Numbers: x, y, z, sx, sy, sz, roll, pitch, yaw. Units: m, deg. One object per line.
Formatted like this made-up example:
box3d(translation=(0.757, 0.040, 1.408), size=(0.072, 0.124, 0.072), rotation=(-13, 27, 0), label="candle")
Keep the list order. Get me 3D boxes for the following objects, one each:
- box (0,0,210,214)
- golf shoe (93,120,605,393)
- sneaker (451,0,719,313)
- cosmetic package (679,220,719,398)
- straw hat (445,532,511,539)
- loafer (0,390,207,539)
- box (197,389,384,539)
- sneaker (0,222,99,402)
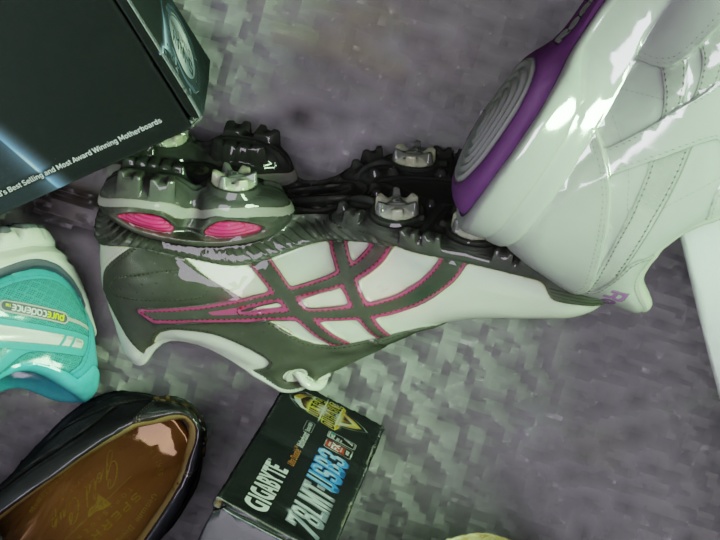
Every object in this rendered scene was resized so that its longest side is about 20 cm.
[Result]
box3d(translation=(-0.177, -0.086, 0.967), size=(0.199, 0.044, 0.161), rotation=(-22, 121, 16), label="box")
box3d(translation=(0.000, 0.000, 0.998), size=(0.198, 0.077, 0.089), rotation=(8, 116, 11), label="golf shoe")
box3d(translation=(0.120, -0.075, 0.902), size=(0.099, 0.075, 0.200), rotation=(35, 107, -12), label="sneaker")
box3d(translation=(0.152, -0.063, 0.962), size=(0.101, 0.074, 0.202), rotation=(-15, 95, 10), label="cosmetic package")
box3d(translation=(0.005, 0.188, 1.006), size=(0.085, 0.200, 0.203), rotation=(11, 102, 45), label="straw hat")
box3d(translation=(-0.130, 0.117, 0.976), size=(0.073, 0.072, 0.200), rotation=(40, 70, -6), label="loafer")
box3d(translation=(-0.059, 0.152, 0.954), size=(0.049, 0.199, 0.201), rotation=(26, 101, 0), label="box")
box3d(translation=(-0.184, 0.049, 0.976), size=(0.199, 0.077, 0.080), rotation=(-24, 88, -23), label="sneaker")
